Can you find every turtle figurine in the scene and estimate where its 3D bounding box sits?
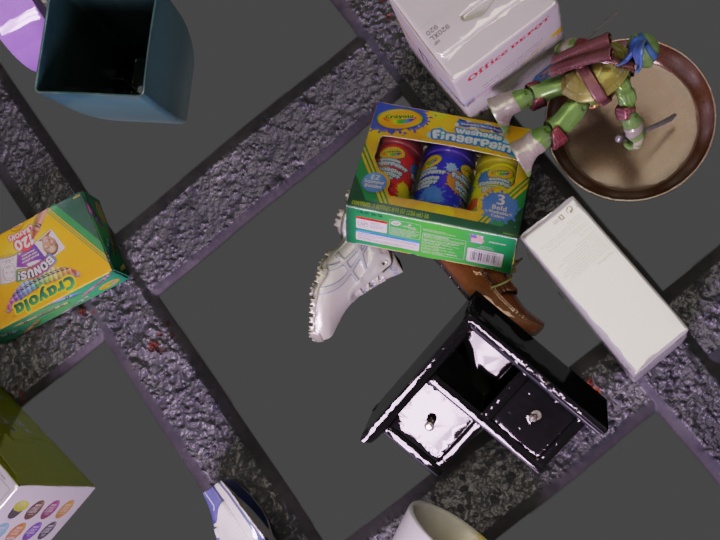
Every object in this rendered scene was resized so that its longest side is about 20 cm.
[{"bbox_3d":[0.256,-0.191,1.322,0.193,0.200,0.145,-28,98,11],"label":"turtle figurine"}]

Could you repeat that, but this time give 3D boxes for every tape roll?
[{"bbox_3d":[-0.436,-0.362,1.503,0.065,0.200,0.201,-25,76,8],"label":"tape roll"}]

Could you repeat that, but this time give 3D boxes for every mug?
[{"bbox_3d":[0.088,0.375,1.287,0.186,0.149,0.154,37,98,23],"label":"mug"}]

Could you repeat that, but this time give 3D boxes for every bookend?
[{"bbox_3d":[0.140,0.168,1.314,0.198,0.092,0.200,40,109,-2],"label":"bookend"}]

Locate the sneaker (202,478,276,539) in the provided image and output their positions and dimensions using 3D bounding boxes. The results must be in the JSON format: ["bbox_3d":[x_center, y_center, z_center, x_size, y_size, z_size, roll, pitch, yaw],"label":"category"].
[{"bbox_3d":[-0.146,0.354,1.372,0.115,0.081,0.200,-37,76,2],"label":"sneaker"}]

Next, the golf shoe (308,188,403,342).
[{"bbox_3d":[0.000,0.000,1.407,0.097,0.078,0.201,20,86,9],"label":"golf shoe"}]

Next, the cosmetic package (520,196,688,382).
[{"bbox_3d":[0.278,0.023,1.319,0.081,0.113,0.200,-38,72,3],"label":"cosmetic package"}]

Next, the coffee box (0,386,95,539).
[{"bbox_3d":[-0.487,0.265,1.404,0.200,0.200,0.198,42,90,17],"label":"coffee box"}]

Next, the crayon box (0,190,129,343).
[{"bbox_3d":[-0.415,-0.002,1.508,0.199,0.058,0.119,-27,75,7],"label":"crayon box"}]

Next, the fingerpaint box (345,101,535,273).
[{"bbox_3d":[0.097,-0.100,1.355,0.198,0.074,0.168,12,55,8],"label":"fingerpaint box"}]

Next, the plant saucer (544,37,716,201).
[{"bbox_3d":[0.321,-0.177,1.384,0.198,0.034,0.202,-2,81,12],"label":"plant saucer"}]

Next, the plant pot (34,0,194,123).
[{"bbox_3d":[-0.290,-0.257,1.451,0.140,0.200,0.143,4,81,13],"label":"plant pot"}]

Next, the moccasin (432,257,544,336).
[{"bbox_3d":[0.148,-0.003,1.377,0.078,0.074,0.202,-45,64,10],"label":"moccasin"}]

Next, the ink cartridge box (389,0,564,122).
[{"bbox_3d":[0.139,-0.285,1.357,0.147,0.200,0.145,-37,75,4],"label":"ink cartridge box"}]
